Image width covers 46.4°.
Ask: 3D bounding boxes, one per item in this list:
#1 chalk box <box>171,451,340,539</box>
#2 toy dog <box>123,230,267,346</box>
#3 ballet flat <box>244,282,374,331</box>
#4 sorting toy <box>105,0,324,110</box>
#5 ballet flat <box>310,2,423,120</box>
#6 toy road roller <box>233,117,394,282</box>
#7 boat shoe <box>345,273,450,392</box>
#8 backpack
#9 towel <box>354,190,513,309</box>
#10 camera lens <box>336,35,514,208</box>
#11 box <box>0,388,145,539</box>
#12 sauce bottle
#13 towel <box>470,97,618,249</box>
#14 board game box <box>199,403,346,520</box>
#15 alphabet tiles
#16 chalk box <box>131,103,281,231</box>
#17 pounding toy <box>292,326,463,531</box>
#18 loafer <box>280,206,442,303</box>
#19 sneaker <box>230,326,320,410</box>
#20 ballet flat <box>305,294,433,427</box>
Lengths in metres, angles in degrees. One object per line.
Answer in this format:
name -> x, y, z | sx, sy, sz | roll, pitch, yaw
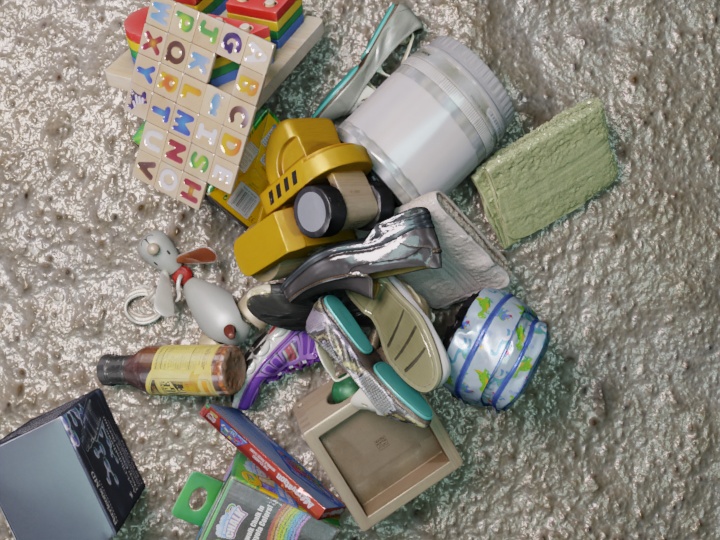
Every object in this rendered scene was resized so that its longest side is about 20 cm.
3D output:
chalk box -> -0.140, 0.323, 1.079 | 0.198, 0.124, 0.126 | 28, 90, -4
toy dog -> -0.209, 0.036, 1.078 | 0.197, 0.096, 0.134 | 24, 89, -5
ballet flat -> -0.055, 0.039, 1.064 | 0.197, 0.067, 0.057 | 4, 47, -30
sorting toy -> -0.174, -0.283, 1.000 | 0.197, 0.070, 0.200 | 16, 49, 18
ballet flat -> 0.014, -0.259, 1.108 | 0.063, 0.067, 0.201 | 36, 88, -12
toy road roller -> -0.068, -0.088, 0.992 | 0.199, 0.122, 0.148 | -32, 76, 39
boat shoe -> 0.056, 0.058, 1.002 | 0.068, 0.201, 0.075 | 4, 131, -41
backpack -> 0.164, 0.097, 1.044 | 0.153, 0.200, 0.164 | 33, 86, 31
towel -> 0.096, -0.018, 1.057 | 0.199, 0.131, 0.035 | 40, 44, -38
camera lens -> 0.077, -0.173, 1.067 | 0.200, 0.160, 0.160 | -44, 95, -3
box -> -0.353, 0.246, 1.018 | 0.106, 0.200, 0.151 | -24, 94, -4
sauce bottle -> -0.242, 0.127, 1.065 | 0.197, 0.066, 0.067 | -4, 92, 24
towel -> 0.247, -0.129, 1.114 | 0.198, 0.037, 0.149 | -31, 130, -3
board game box -> -0.108, 0.238, 1.054 | 0.199, 0.103, 0.020 | 37, 89, 19
alphabet tiles -> -0.190, -0.179, 0.928 | 0.165, 0.008, 0.203 | 26, 108, 18
chalk box -> -0.184, -0.160, 1.043 | 0.199, 0.124, 0.125 | 35, 85, 30
pounding toy -> 0.018, 0.182, 1.097 | 0.182, 0.142, 0.202 | -32, 105, -5
loafer -> 0.000, 0.000, 0.964 | 0.198, 0.073, 0.073 | -26, 81, 18
sneaker -> -0.094, 0.109, 1.102 | 0.083, 0.081, 0.200 | 42, 87, -10
ballet flat -> 0.003, 0.121, 0.997 | 0.072, 0.072, 0.201 | -41, 73, -3
